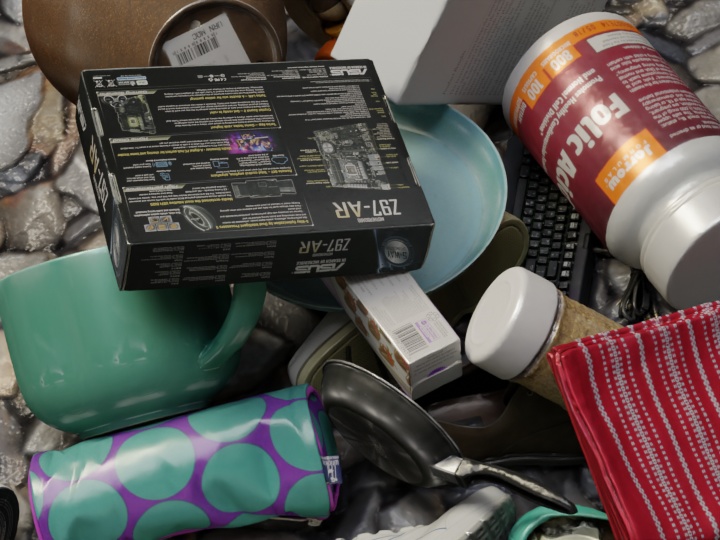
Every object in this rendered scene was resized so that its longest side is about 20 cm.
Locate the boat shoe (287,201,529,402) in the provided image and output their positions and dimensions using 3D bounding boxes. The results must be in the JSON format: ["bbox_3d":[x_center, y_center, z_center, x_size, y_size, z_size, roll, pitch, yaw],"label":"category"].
[{"bbox_3d":[0.022,0.021,1.678,0.200,0.075,0.068,-37,46,-22],"label":"boat shoe"}]

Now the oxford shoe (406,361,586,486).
[{"bbox_3d":[0.122,0.082,1.607,0.200,0.084,0.073,-16,51,-7],"label":"oxford shoe"}]

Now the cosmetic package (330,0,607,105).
[{"bbox_3d":[0.080,-0.175,1.727,0.071,0.102,0.200,38,24,29],"label":"cosmetic package"}]

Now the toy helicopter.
[{"bbox_3d":[-0.011,-0.220,1.772,0.132,0.200,0.079,39,64,2],"label":"toy helicopter"}]

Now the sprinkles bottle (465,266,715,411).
[{"bbox_3d":[0.165,0.071,1.557,0.200,0.068,0.068,28,54,-18],"label":"sprinkles bottle"}]

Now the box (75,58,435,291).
[{"bbox_3d":[-0.069,-0.065,1.567,0.200,0.044,0.160,-5,48,-18],"label":"box"}]

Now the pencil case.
[{"bbox_3d":[-0.112,0.140,1.593,0.200,0.085,0.093,-14,92,-2],"label":"pencil case"}]

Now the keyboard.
[{"bbox_3d":[0.150,-0.018,1.717,0.127,0.021,0.200,5,55,11],"label":"keyboard"}]

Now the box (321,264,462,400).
[{"bbox_3d":[0.000,0.000,1.587,0.041,0.039,0.200,-25,51,-17],"label":"box"}]

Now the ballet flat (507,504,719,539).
[{"bbox_3d":[0.186,0.188,1.523,0.200,0.070,0.067,8,94,15],"label":"ballet flat"}]

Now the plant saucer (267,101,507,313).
[{"bbox_3d":[0.000,-0.043,1.667,0.200,0.027,0.200,-3,49,4],"label":"plant saucer"}]

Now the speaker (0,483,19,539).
[{"bbox_3d":[-0.328,0.143,1.623,0.200,0.081,0.081,22,59,21],"label":"speaker"}]

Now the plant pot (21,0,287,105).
[{"bbox_3d":[-0.126,-0.166,1.712,0.187,0.187,0.200,-23,24,-10],"label":"plant pot"}]

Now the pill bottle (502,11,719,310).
[{"bbox_3d":[0.192,-0.073,1.670,0.114,0.114,0.200,-27,54,-13],"label":"pill bottle"}]

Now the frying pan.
[{"bbox_3d":[0.048,0.121,1.551,0.190,0.115,0.031,36,71,13],"label":"frying pan"}]

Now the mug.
[{"bbox_3d":[-0.150,0.044,1.610,0.152,0.185,0.115,-13,86,-20],"label":"mug"}]

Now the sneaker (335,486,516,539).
[{"bbox_3d":[0.012,0.194,1.548,0.200,0.075,0.087,-35,51,-19],"label":"sneaker"}]

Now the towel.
[{"bbox_3d":[0.215,0.093,1.522,0.200,0.022,0.145,-14,79,-34],"label":"towel"}]
